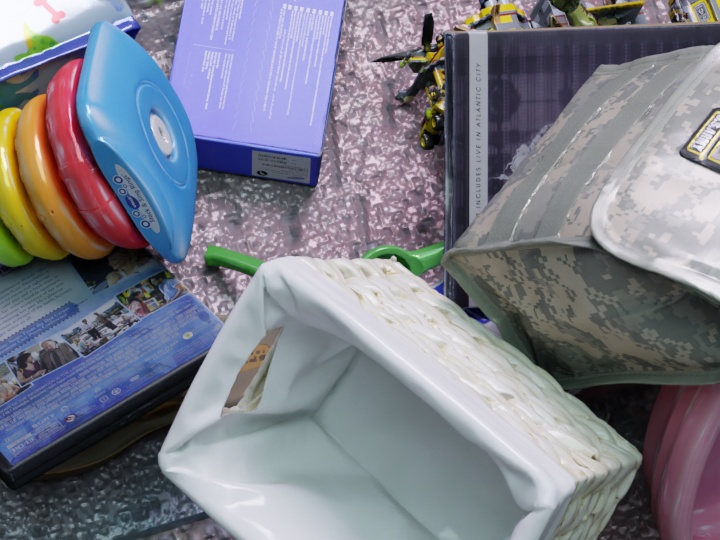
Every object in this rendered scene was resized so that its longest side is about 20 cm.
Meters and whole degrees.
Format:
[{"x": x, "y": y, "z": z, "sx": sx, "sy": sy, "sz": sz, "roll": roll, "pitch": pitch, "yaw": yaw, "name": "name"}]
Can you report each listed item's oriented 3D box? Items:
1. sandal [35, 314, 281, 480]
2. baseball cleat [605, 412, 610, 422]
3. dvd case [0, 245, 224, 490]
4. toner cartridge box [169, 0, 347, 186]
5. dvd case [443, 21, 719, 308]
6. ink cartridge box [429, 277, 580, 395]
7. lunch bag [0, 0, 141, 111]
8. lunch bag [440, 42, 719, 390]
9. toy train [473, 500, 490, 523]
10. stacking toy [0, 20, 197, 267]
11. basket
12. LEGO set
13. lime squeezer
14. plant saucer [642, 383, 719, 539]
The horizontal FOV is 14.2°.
[{"x": -0.123, "y": 0.057, "z": 1.567, "sx": 0.200, "sy": 0.054, "sz": 0.080, "roll": -13, "pitch": 59, "yaw": 11, "name": "sandal"}, {"x": 0.034, "y": 0.101, "z": 1.578, "sx": 0.200, "sy": 0.070, "sz": 0.106, "roll": 14, "pitch": 71, "yaw": 13, "name": "baseball cleat"}, {"x": -0.171, "y": 0.030, "z": 1.559, "sx": 0.143, "sy": 0.018, "sz": 0.200, "roll": -31, "pitch": 40, "yaw": -16, "name": "dvd case"}, {"x": -0.056, "y": -0.152, "z": 1.692, "sx": 0.095, "sy": 0.043, "sz": 0.200, "roll": 10, "pitch": 65, "yaw": -1, "name": "toner cartridge box"}, {"x": 0.138, "y": -0.059, "z": 1.568, "sx": 0.200, "sy": 0.016, "sz": 0.149, "roll": -4, "pitch": 100, "yaw": -23, "name": "dvd case"}, {"x": 0.102, "y": 0.022, "z": 1.592, "sx": 0.095, "sy": 0.037, "sz": 0.200, "roll": 29, "pitch": 39, "yaw": 27, "name": "ink cartridge box"}, {"x": -0.252, "y": -0.141, "z": 1.627, "sx": 0.200, "sy": 0.127, "sz": 0.170, "roll": -24, "pitch": 69, "yaw": -25, "name": "lunch bag"}, {"x": 0.166, "y": -0.030, "z": 1.445, "sx": 0.118, "sy": 0.200, "sz": 0.164, "roll": 52, "pitch": 60, "yaw": -22, "name": "lunch bag"}, {"x": 0.108, "y": 0.198, "z": 1.517, "sx": 0.056, "sy": 0.042, "sz": 0.200, "roll": -16, "pitch": 77, "yaw": -50, "name": "toy train"}, {"x": -0.195, "y": -0.041, "z": 1.572, "sx": 0.200, "sy": 0.116, "sz": 0.110, "roll": -19, "pitch": 33, "yaw": 16, "name": "stacking toy"}, {"x": 0.024, "y": 0.096, "z": 1.453, "sx": 0.200, "sy": 0.123, "sz": 0.136, "roll": 39, "pitch": 112, "yaw": 23, "name": "basket"}, {"x": 0.113, "y": -0.143, "z": 1.645, "sx": 0.200, "sy": 0.154, "sz": 0.116, "roll": -13, "pitch": 67, "yaw": -14, "name": "LEGO set"}, {"x": 0.000, "y": 0.000, "z": 1.583, "sx": 0.200, "sy": 0.071, "sz": 0.038, "roll": -8, "pitch": 106, "yaw": 21, "name": "lime squeezer"}, {"x": 0.216, "y": 0.069, "z": 1.534, "sx": 0.051, "sy": 0.201, "sz": 0.201, "roll": 34, "pitch": 66, "yaw": 31, "name": "plant saucer"}]
